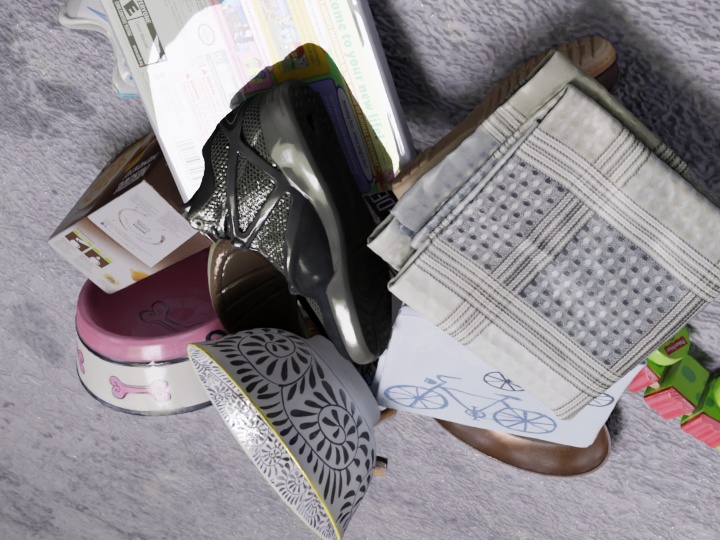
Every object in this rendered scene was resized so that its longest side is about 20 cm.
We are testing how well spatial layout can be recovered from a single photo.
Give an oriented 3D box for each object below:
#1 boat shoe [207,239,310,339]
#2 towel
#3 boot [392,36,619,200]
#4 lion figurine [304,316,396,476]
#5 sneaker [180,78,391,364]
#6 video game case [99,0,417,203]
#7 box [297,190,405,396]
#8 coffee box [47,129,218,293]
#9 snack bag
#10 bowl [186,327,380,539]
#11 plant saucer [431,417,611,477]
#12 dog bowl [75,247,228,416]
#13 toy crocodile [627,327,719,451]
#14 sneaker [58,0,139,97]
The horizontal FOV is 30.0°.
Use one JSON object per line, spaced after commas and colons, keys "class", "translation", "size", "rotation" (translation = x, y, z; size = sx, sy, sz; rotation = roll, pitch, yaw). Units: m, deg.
{"class": "boat shoe", "translation": [-0.086, 0.027, 1.160], "size": [0.071, 0.077, 0.201], "rotation": [-15, 133, 2]}
{"class": "towel", "translation": [0.128, -0.014, 0.869], "size": [0.200, 0.035, 0.193], "rotation": [39, 118, -12]}
{"class": "boot", "translation": [0.137, -0.050, 0.918], "size": [0.166, 0.073, 0.200], "rotation": [44, 127, -14]}
{"class": "lion figurine", "translation": [-0.029, 0.111, 1.246], "size": [0.121, 0.201, 0.073], "rotation": [10, 118, -5]}
{"class": "sneaker", "translation": [-0.052, -0.022, 0.945], "size": [0.113, 0.076, 0.201], "rotation": [-19, 100, 29]}
{"class": "video game case", "translation": [-0.069, -0.133, 0.950], "size": [0.180, 0.022, 0.201], "rotation": [-11, 118, 18]}
{"class": "box", "translation": [0.000, 0.000, 1.093], "size": [0.158, 0.049, 0.200], "rotation": [55, 157, 17]}
{"class": "coffee box", "translation": [-0.173, -0.063, 1.158], "size": [0.080, 0.115, 0.199], "rotation": [42, 148, -19]}
{"class": "snack bag", "translation": [0.103, 0.079, 1.017], "size": [0.187, 0.022, 0.200], "rotation": [12, 154, 2]}
{"class": "bowl", "translation": [-0.046, 0.114, 1.096], "size": [0.201, 0.094, 0.201], "rotation": [47, 163, 19]}
{"class": "plant saucer", "translation": [0.140, 0.120, 1.234], "size": [0.199, 0.032, 0.201], "rotation": [22, 147, 15]}
{"class": "dog bowl", "translation": [-0.173, 0.041, 1.244], "size": [0.198, 0.200, 0.074], "rotation": [12, 131, 27]}
{"class": "toy crocodile", "translation": [0.255, 0.095, 1.070], "size": [0.199, 0.062, 0.067], "rotation": [35, 149, -8]}
{"class": "sneaker", "translation": [-0.140, -0.153, 1.014], "size": [0.199, 0.087, 0.075], "rotation": [38, 171, -8]}
